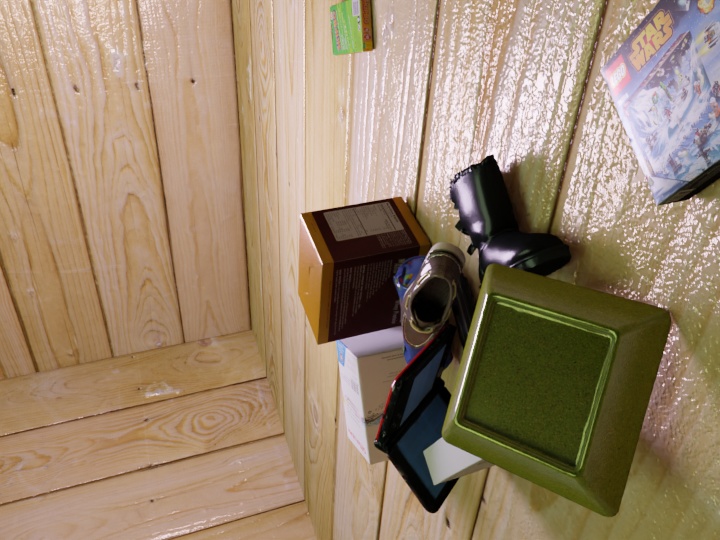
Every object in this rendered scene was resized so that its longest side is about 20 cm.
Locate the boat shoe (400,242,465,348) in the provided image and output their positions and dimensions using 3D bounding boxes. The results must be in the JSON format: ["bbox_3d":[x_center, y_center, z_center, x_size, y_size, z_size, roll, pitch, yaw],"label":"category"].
[{"bbox_3d":[0.094,0.050,0.956,0.202,0.070,0.060,109,-174,-47],"label":"boat shoe"}]

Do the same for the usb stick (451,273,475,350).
[{"bbox_3d":[0.167,0.105,1.011,0.056,0.032,0.205,101,155,-73],"label":"usb stick"}]

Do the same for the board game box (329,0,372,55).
[{"bbox_3d":[-0.022,-0.475,1.329,0.200,0.029,0.098,-146,49,-64],"label":"board game box"}]

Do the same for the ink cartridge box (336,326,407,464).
[{"bbox_3d":[0.048,0.228,1.276,0.147,0.141,0.205,-154,56,-70],"label":"ink cartridge box"}]

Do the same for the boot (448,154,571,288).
[{"bbox_3d":[0.174,-0.061,0.835,0.198,0.072,0.166,127,131,-73],"label":"boot"}]

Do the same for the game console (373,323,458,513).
[{"bbox_3d":[0.117,0.205,0.979,0.117,0.199,0.176,26,121,20],"label":"game console"}]

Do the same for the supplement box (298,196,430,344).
[{"bbox_3d":[0.000,0.000,1.217,0.200,0.195,0.134,96,155,-43],"label":"supplement box"}]

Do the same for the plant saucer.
[{"bbox_3d":[0.178,0.109,0.672,0.197,0.047,0.205,17,92,35],"label":"plant saucer"}]

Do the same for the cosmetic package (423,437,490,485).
[{"bbox_3d":[0.176,0.204,0.835,0.201,0.147,0.053,114,143,-62],"label":"cosmetic package"}]

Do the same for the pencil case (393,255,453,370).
[{"bbox_3d":[0.099,0.076,1.075,0.079,0.085,0.203,-75,-20,-51],"label":"pencil case"}]

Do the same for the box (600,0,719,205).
[{"bbox_3d":[0.272,-0.157,0.512,0.200,0.039,0.140,122,134,-66],"label":"box"}]
